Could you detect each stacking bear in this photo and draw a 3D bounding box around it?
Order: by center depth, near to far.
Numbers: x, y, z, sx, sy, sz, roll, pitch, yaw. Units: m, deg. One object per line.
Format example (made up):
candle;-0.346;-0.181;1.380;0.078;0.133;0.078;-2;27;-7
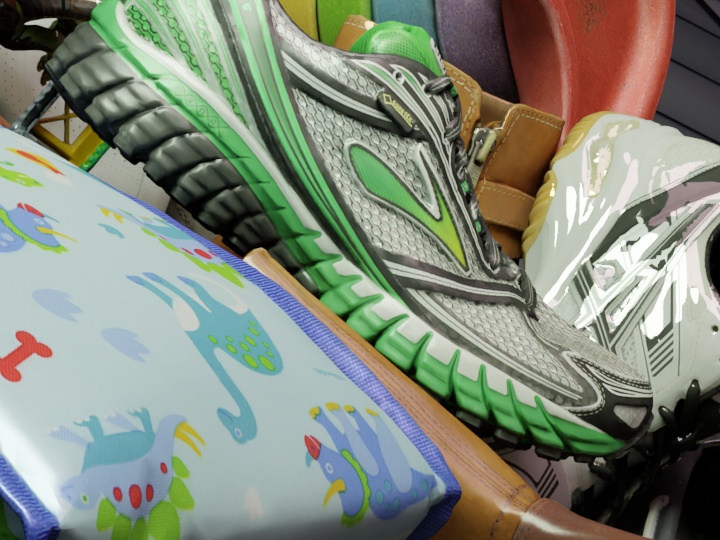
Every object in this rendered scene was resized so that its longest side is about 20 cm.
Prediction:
stacking bear;0.004;-0.096;0.958;0.199;0.122;0.114;2;28;31

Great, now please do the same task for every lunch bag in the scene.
lunch bag;-0.107;0.028;0.633;0.200;0.128;0.170;49;22;23

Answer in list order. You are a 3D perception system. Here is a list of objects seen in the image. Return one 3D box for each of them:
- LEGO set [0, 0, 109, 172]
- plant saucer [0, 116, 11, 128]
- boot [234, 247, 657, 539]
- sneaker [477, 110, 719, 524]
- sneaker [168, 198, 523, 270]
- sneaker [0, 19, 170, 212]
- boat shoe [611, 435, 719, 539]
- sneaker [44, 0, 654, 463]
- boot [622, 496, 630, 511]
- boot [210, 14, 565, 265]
LEGO set;-0.136;-0.108;0.815;0.116;0.154;0.200;39;13;-43
plant saucer;-0.199;-0.051;0.876;0.200;0.038;0.200;27;16;-8
boot;0.048;0.059;0.676;0.200;0.188;0.068;42;57;14
sneaker;0.080;0.040;0.817;0.087;0.200;0.076;16;-23;19
sneaker;0.000;0.000;0.924;0.200;0.082;0.075;20;51;33
sneaker;-0.125;-0.078;0.995;0.075;0.089;0.200;10;25;-47
boat shoe;0.122;0.085;0.887;0.074;0.060;0.200;56;34;1
sneaker;0.011;-0.020;0.738;0.200;0.085;0.078;42;-2;-9
boot;0.088;0.045;1.033;0.200;0.070;0.132;25;18;-23
boot;-0.025;-0.005;0.807;0.200;0.156;0.077;19;6;-35
